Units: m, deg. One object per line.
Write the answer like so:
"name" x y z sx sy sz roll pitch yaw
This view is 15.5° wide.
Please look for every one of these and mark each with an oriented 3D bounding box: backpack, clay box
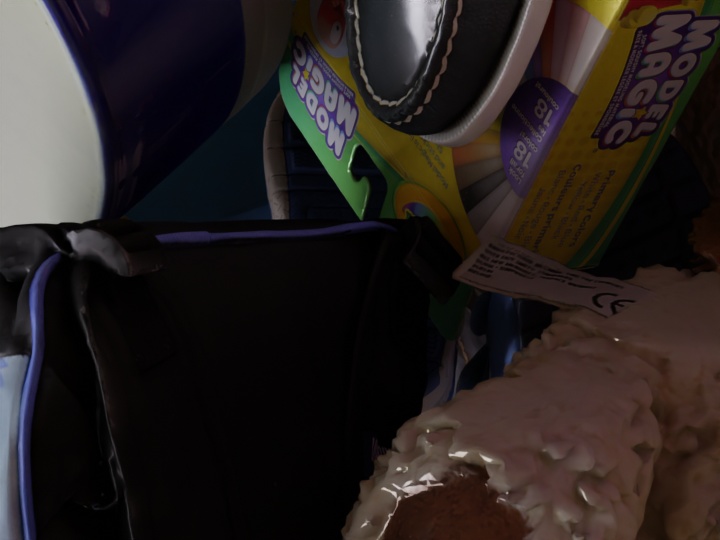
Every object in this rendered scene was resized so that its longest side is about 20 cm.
"backpack" -0.069 0.090 0.674 0.146 0.183 0.202 -3 90 33
"clay box" 0.048 -0.090 0.703 0.115 0.047 0.201 56 137 33

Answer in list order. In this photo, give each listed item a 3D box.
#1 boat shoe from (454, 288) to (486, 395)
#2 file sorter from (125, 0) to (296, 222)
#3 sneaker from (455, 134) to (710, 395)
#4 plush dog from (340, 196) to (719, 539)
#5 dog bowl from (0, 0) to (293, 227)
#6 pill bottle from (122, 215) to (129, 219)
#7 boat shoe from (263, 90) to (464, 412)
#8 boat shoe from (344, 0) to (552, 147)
"boat shoe" 0.030 0.088 0.947 0.074 0.073 0.201 37 141 56
"file sorter" -0.075 -0.046 1.014 0.200 0.138 0.123 53 157 39
"sneaker" 0.064 0.035 0.817 0.082 0.073 0.201 -131 31 -50
"plush dog" 0.094 0.090 0.683 0.161 0.198 0.173 -89 -1 -63
"dog bowl" -0.119 -0.101 0.732 0.199 0.079 0.201 32 149 22
"pill bottle" -0.126 0.015 0.848 0.199 0.112 0.113 34 145 21
"boat shoe" 0.000 0.000 0.850 0.201 0.072 0.073 -80 -6 -51
"boat shoe" 0.015 -0.129 0.649 0.075 0.060 0.202 20 109 51
